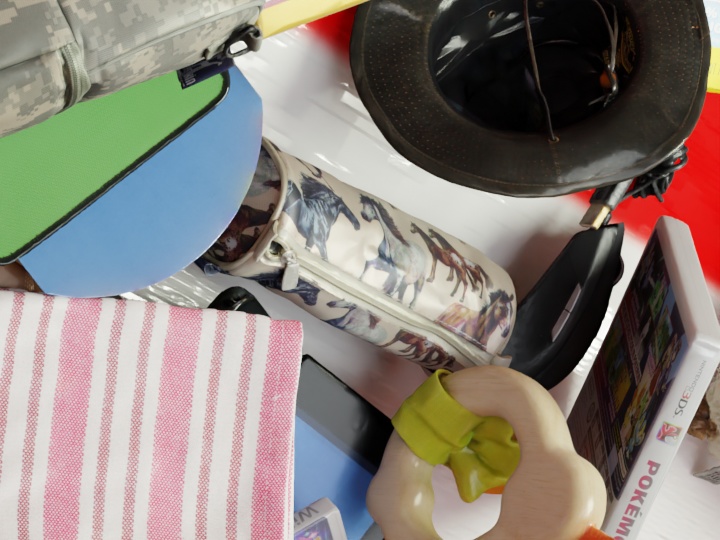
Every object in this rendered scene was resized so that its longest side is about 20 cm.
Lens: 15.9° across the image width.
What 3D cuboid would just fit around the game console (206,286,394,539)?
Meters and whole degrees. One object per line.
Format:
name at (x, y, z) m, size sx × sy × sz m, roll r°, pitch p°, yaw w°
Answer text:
game console at (-0.070, 0.134, 1.390) m, size 0.200 × 0.116 × 0.176 m, roll -54°, pitch 164°, yaw -8°

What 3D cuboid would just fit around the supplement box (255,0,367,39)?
supplement box at (-0.042, -0.235, 1.306) m, size 0.131 × 0.103 × 0.200 m, roll -22°, pitch 116°, yaw -26°

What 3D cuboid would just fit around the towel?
towel at (-0.125, 0.082, 1.272) m, size 0.200 × 0.030 × 0.147 m, roll 7°, pitch 74°, yaw -20°

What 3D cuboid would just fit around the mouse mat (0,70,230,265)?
mouse mat at (-0.178, -0.123, 1.265) m, size 0.161 × 0.008 × 0.200 m, roll -39°, pitch 97°, yaw -17°

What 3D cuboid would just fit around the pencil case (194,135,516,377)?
pencil case at (0.000, 0.000, 1.415) m, size 0.200 × 0.090 × 0.078 m, roll 27°, pitch 122°, yaw -36°

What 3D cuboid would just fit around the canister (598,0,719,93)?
canister at (0.219, -0.206, 1.492) m, size 0.148 × 0.087 × 0.200 m, roll 3°, pitch 105°, yaw -33°

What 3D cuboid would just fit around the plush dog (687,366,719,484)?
plush dog at (0.287, 0.051, 1.604) m, size 0.172 × 0.160 × 0.200 m, roll -55°, pitch 154°, yaw -23°

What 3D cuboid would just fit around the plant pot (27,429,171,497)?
plant pot at (-0.128, 0.168, 1.314) m, size 0.200 × 0.027 × 0.201 m, roll -5°, pitch 102°, yaw -26°

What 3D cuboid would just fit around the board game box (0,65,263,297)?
board game box at (-0.147, -0.085, 1.307) m, size 0.158 × 0.039 × 0.200 m, roll -41°, pitch 99°, yaw -24°

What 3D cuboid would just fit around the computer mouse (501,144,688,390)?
computer mouse at (0.130, 0.004, 1.475) m, size 0.046 × 0.140 × 0.200 m, roll 38°, pitch 81°, yaw 10°

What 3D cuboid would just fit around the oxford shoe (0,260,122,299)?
oxford shoe at (-0.188, 0.005, 1.319) m, size 0.200 × 0.071 × 0.071 m, roll 36°, pitch 100°, yaw -27°

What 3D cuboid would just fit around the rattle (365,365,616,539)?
rattle at (0.107, 0.140, 1.394) m, size 0.130 × 0.200 × 0.143 m, roll -55°, pitch 134°, yaw -13°

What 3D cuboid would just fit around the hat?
hat at (0.091, -0.111, 1.436) m, size 0.200 × 0.081 × 0.201 m, roll 1°, pitch 68°, yaw -4°

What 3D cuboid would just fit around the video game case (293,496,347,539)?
video game case at (-0.084, 0.224, 1.396) m, size 0.200 × 0.018 × 0.143 m, roll -29°, pitch 130°, yaw -19°

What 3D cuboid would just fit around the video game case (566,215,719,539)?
video game case at (0.151, 0.082, 1.458) m, size 0.023 × 0.200 × 0.183 m, roll 21°, pitch 109°, yaw -6°

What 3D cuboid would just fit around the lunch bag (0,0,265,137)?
lunch bag at (-0.152, -0.166, 1.199) m, size 0.167 × 0.139 × 0.200 m, roll -24°, pitch 91°, yaw -12°
